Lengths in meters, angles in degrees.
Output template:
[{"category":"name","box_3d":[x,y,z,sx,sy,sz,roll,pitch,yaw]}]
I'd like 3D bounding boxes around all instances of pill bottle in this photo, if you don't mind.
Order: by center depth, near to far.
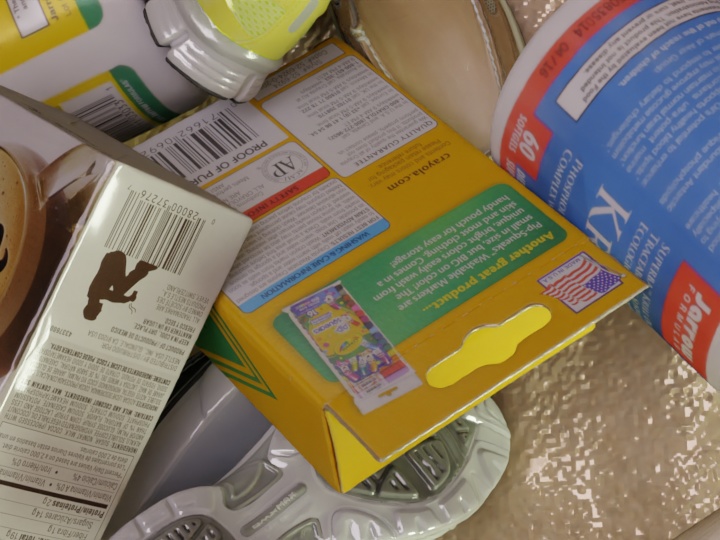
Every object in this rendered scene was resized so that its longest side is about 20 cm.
[{"category":"pill bottle","box_3d":[0.149,-0.016,0.725,0.112,0.112,0.200,-47,60,6]},{"category":"pill bottle","box_3d":[-0.171,-0.085,0.841,0.198,0.113,0.114,-24,79,12]}]

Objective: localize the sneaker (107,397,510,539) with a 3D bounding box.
[{"category":"sneaker","box_3d":[-0.029,0.105,0.789,0.199,0.100,0.078,-26,73,-25]}]

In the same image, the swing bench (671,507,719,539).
[{"category":"swing bench","box_3d":[0.090,0.155,0.700,0.198,0.199,0.131,-17,80,13]}]

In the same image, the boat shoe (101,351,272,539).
[{"category":"boat shoe","box_3d":[-0.091,0.076,0.821,0.200,0.072,0.068,-48,61,5]}]

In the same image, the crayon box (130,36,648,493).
[{"category":"crayon box","box_3d":[0.000,0.000,0.753,0.125,0.052,0.200,-30,47,-20]}]

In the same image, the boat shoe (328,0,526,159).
[{"category":"boat shoe","box_3d":[0.009,-0.129,0.815,0.071,0.076,0.201,-30,78,8]}]

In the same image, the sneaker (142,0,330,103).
[{"category":"sneaker","box_3d":[-0.051,-0.171,0.787,0.090,0.078,0.202,-34,65,33]}]

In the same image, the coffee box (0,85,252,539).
[{"category":"coffee box","box_3d":[-0.140,0.042,0.724,0.113,0.080,0.202,29,95,40]}]
